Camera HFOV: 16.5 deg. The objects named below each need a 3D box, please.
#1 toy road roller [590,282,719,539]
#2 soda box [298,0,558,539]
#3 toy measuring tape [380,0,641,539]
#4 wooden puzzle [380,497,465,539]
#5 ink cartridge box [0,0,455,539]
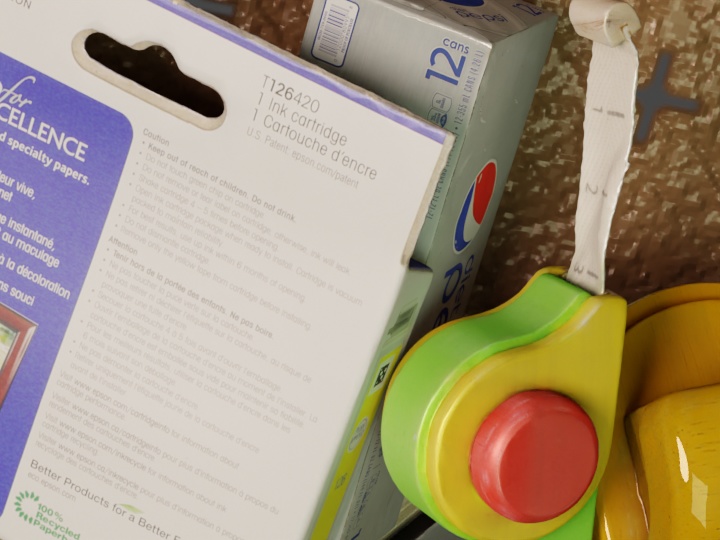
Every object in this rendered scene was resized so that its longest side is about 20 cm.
[{"bbox_3d":[0.125,0.103,0.821,0.123,0.146,0.200,-9,80,-14],"label":"toy road roller"},{"bbox_3d":[0.000,0.000,0.828,0.063,0.068,0.200,23,112,16],"label":"soda box"},{"bbox_3d":[0.045,0.014,0.772,0.073,0.074,0.200,3,105,-8],"label":"toy measuring tape"},{"bbox_3d":[0.033,0.164,0.936,0.185,0.037,0.200,-40,112,11],"label":"wooden puzzle"},{"bbox_3d":[-0.081,0.000,0.801,0.197,0.047,0.200,27,111,14],"label":"ink cartridge box"}]
